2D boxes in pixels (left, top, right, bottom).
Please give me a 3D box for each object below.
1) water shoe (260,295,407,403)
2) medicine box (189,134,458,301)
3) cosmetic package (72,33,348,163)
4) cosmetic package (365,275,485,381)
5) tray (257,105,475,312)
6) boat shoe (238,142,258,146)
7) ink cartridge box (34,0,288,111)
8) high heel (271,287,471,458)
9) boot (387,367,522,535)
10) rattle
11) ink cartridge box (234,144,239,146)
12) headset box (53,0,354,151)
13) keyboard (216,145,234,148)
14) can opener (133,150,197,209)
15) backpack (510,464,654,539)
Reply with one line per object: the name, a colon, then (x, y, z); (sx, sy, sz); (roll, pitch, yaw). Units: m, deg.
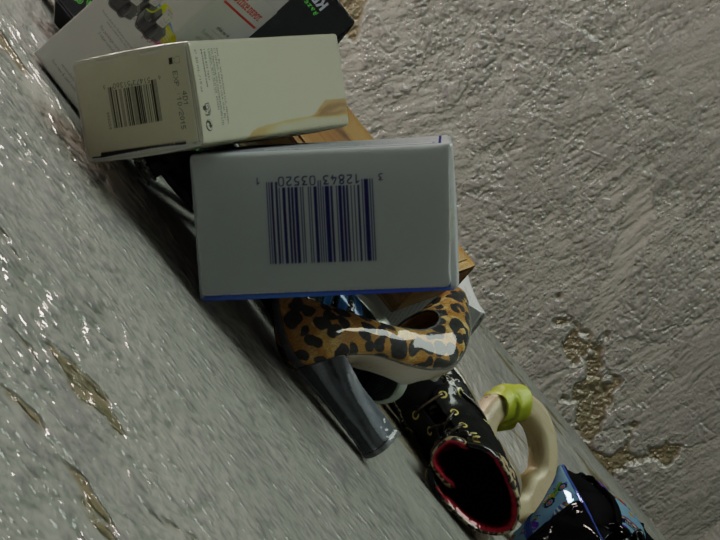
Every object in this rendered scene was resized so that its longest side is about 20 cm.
water shoe: (-0.042, 0.035, 1.515); (0.201, 0.071, 0.079); (52, 33, -1)
medicine box: (-0.020, -0.041, 1.360); (0.200, 0.180, 0.104); (-61, 148, -85)
cosmetic package: (-0.102, -0.124, 1.333); (0.199, 0.104, 0.072); (-15, 97, -58)
cosmetic package: (0.000, 0.000, 1.629); (0.199, 0.081, 0.113); (32, 13, -17)
tray: (0.002, -0.062, 1.571); (0.200, 0.037, 0.098); (51, 34, 16)
boat shoe: (-0.106, -0.169, 1.695); (0.073, 0.065, 0.200); (-8, 36, -35)
ink cartridge box: (-0.138, -0.196, 1.428); (0.068, 0.200, 0.115); (51, 5, 11)
high heel: (0.013, 0.031, 1.451); (0.143, 0.071, 0.200); (54, 42, -14)
boot: (0.077, 0.146, 1.661); (0.201, 0.073, 0.151); (56, 5, -4)
rattle: (0.127, 0.213, 1.843); (0.201, 0.142, 0.130); (65, 32, -22)
ink cartridge box: (-0.086, -0.052, 1.789); (0.201, 0.050, 0.162); (56, 4, 1)
headset box: (-0.138, -0.204, 1.567); (0.175, 0.200, 0.093); (51, -11, -2)
keyboard: (-0.168, -0.129, 1.660); (0.200, 0.040, 0.104); (42, 13, -6)
can opener: (-0.133, -0.079, 1.453); (0.063, 0.079, 0.200); (44, -8, 28)
backpack: (0.178, 0.250, 1.420); (0.183, 0.134, 0.200); (49, 6, -19)
